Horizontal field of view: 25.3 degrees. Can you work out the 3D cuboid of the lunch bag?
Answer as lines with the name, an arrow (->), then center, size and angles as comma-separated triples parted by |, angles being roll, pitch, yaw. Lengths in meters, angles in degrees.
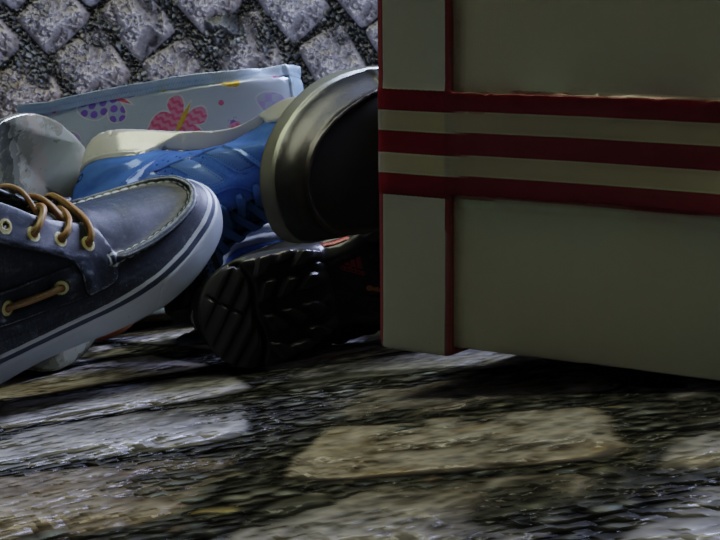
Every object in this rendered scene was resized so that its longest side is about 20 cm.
lunch bag -> -0.126, -0.050, 1.146 | 0.199, 0.170, 0.127 | -9, 1, 15

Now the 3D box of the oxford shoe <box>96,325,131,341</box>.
oxford shoe -> -0.244, 0.006, 1.074 | 0.199, 0.073, 0.071 | -6, 42, 18

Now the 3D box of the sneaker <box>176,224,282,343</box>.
sneaker -> -0.029, 0.000, 0.993 | 0.200, 0.081, 0.146 | -5, 10, -29

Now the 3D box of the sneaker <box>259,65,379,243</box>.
sneaker -> 0.046, -0.068, 0.777 | 0.106, 0.075, 0.200 | 4, 26, 41

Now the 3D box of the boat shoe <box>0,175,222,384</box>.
boat shoe -> -0.153, -0.012, 0.763 | 0.200, 0.091, 0.071 | -33, 47, -27

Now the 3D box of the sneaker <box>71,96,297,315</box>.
sneaker -> -0.070, -0.028, 0.877 | 0.199, 0.111, 0.077 | -4, -36, 17

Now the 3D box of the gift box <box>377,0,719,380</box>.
gift box -> 0.113, -0.048, 0.665 | 0.186, 0.185, 0.200 | 6, 6, 32

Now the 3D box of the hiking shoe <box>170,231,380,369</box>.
hiking shoe -> 0.000, 0.000, 0.852 | 0.199, 0.076, 0.101 | -9, 8, -21

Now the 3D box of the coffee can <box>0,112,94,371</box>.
coffee can -> -0.265, -0.009, 0.939 | 0.199, 0.147, 0.146 | -5, 4, 26
